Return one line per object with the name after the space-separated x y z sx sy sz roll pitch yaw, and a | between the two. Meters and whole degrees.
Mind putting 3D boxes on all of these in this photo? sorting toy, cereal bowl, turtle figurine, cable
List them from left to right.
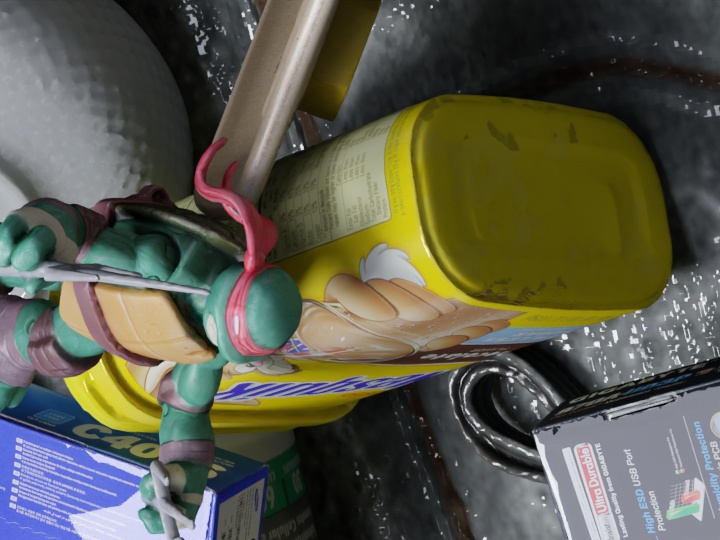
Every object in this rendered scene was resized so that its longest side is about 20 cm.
-0.171 -0.032 1.253 0.199 0.083 0.201 2 123 3 | cereal bowl
-0.085 0.020 1.045 0.199 0.101 0.150 6 131 45 | turtle figurine
0.007 -0.134 1.072 0.036 0.186 0.200 24 126 -6 | sorting toy
0.105 0.097 1.130 0.200 0.050 0.097 51 129 17 | cable

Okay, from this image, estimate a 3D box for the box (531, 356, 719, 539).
0.166 0.125 1.047 0.158 0.046 0.201 -17 93 23 | box

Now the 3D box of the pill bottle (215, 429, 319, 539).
-0.062 0.169 1.272 0.113 0.113 0.201 -5 102 44 | pill bottle

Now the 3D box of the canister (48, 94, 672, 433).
0.000 0.000 1.126 0.199 0.148 0.087 -20 74 43 | canister

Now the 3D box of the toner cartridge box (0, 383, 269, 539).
-0.135 0.098 1.203 0.199 0.043 0.096 17 109 26 | toner cartridge box
